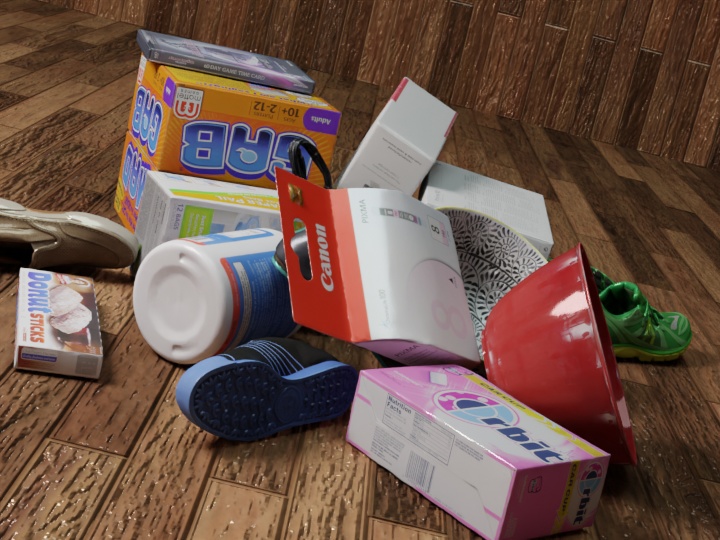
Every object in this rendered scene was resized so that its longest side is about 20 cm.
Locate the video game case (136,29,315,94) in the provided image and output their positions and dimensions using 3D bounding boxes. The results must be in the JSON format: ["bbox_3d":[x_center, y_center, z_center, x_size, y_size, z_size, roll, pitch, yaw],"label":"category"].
[{"bbox_3d":[-0.163,-0.249,1.596,0.197,0.019,0.143,10,16,-18],"label":"video game case"}]

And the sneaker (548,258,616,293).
[{"bbox_3d":[0.239,0.012,1.681,0.198,0.079,0.085,19,15,19],"label":"sneaker"}]

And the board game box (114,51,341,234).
[{"bbox_3d":[-0.163,-0.128,1.580,0.197,0.203,0.200,8,16,-22],"label":"board game box"}]

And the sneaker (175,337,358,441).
[{"bbox_3d":[-0.090,0.094,1.115,0.077,0.071,0.199,20,9,37],"label":"sneaker"}]

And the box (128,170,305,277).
[{"bbox_3d":[-0.131,-0.027,1.418,0.198,0.114,0.101,8,15,-26],"label":"box"}]

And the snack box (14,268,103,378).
[{"bbox_3d":[-0.271,0.044,1.198,0.071,0.025,0.200,8,16,-16],"label":"snack box"}]

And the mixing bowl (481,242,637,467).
[{"bbox_3d":[0.172,0.087,1.197,0.107,0.203,0.200,-15,10,13],"label":"mixing bowl"}]

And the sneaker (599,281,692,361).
[{"bbox_3d":[0.326,0.059,1.580,0.198,0.085,0.074,3,18,-38],"label":"sneaker"}]

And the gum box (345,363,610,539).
[{"bbox_3d":[0.088,0.141,1.093,0.112,0.067,0.199,-1,21,-41],"label":"gum box"}]

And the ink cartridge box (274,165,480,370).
[{"bbox_3d":[0.017,-0.004,1.187,0.199,0.057,0.164,28,43,-45],"label":"ink cartridge box"}]

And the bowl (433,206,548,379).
[{"bbox_3d":[0.109,0.043,1.357,0.198,0.094,0.203,19,44,-19],"label":"bowl"}]

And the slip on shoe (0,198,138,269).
[{"bbox_3d":[-0.323,-0.026,1.351,0.198,0.076,0.061,17,52,-23],"label":"slip on shoe"}]

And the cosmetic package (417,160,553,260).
[{"bbox_3d":[0.141,-0.063,1.554,0.149,0.052,0.200,20,19,-2],"label":"cosmetic package"}]

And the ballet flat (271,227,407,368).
[{"bbox_3d":[0.005,0.029,1.246,0.200,0.073,0.073,44,3,-22],"label":"ballet flat"}]

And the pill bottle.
[{"bbox_3d":[-0.112,0.019,1.268,0.111,0.114,0.199,22,17,28],"label":"pill bottle"}]

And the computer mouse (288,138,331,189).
[{"bbox_3d":[-0.051,-0.036,1.377,0.058,0.203,0.034,-14,13,-34],"label":"computer mouse"}]

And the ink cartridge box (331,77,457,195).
[{"bbox_3d":[0.021,-0.108,1.602,0.083,0.201,0.146,33,33,-4],"label":"ink cartridge box"}]
